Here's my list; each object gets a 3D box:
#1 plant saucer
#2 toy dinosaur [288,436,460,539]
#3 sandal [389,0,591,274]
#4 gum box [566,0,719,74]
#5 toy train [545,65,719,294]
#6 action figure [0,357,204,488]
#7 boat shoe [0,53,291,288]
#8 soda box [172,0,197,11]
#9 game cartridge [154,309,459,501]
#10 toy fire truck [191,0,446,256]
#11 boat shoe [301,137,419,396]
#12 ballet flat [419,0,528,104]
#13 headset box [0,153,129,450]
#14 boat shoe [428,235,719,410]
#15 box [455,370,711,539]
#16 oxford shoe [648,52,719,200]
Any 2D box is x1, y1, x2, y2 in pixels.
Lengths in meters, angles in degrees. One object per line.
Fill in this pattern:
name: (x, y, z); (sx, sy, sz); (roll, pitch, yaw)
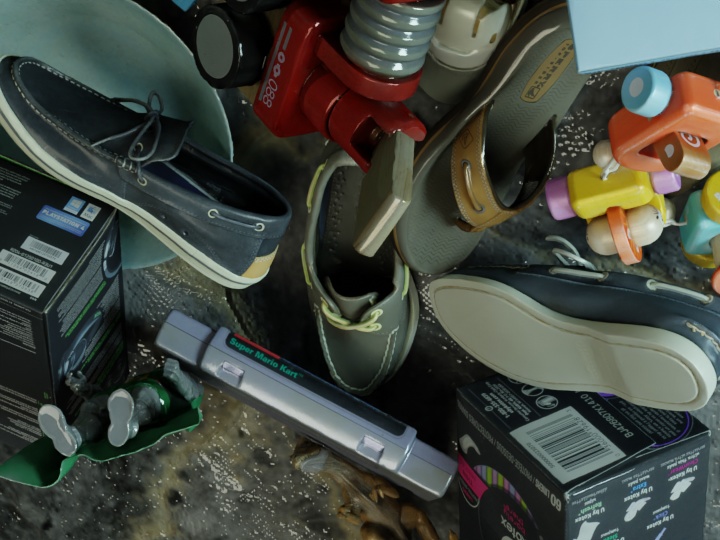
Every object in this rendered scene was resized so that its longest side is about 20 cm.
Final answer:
plant saucer: (-0.167, -0.095, 0.981); (0.200, 0.039, 0.202); (9, 124, 14)
toy dinosaur: (0.024, 0.177, 1.070); (0.106, 0.060, 0.200); (28, 155, 50)
sandal: (0.083, -0.064, 0.882); (0.200, 0.082, 0.055); (-52, 51, 31)
gum box: (0.186, -0.190, 0.725); (0.199, 0.045, 0.171); (-8, 95, 11)
toy train: (0.184, -0.038, 0.812); (0.200, 0.056, 0.150); (15, 150, -37)
action figure: (-0.139, 0.083, 0.967); (0.118, 0.200, 0.055); (-10, 92, 5)
boat shoe: (-0.125, -0.068, 0.917); (0.200, 0.075, 0.062); (36, 122, -11)
soda box: (-0.143, -0.239, 0.862); (0.200, 0.064, 0.068); (41, 126, -8)
game cartridge: (-0.033, 0.087, 1.005); (0.200, 0.038, 0.130); (28, 167, 3)
toy fire truck: (0.006, -0.116, 0.788); (0.200, 0.128, 0.176); (49, 135, 29)
boat shoe: (-0.003, -0.001, 0.969); (0.072, 0.060, 0.202); (11, 125, 13)
ballet flat: (0.063, -0.164, 0.836); (0.067, 0.064, 0.200); (23, 127, 3)
headset box: (-0.245, 0.020, 1.014); (0.174, 0.093, 0.200); (22, 144, 11)
boat shoe: (0.126, 0.025, 0.906); (0.200, 0.062, 0.075); (9, 134, 46)
box: (0.133, 0.163, 0.969); (0.122, 0.106, 0.201); (43, 145, 49)
oxford shoe: (0.195, -0.101, 0.822); (0.070, 0.075, 0.200); (32, 127, -4)
